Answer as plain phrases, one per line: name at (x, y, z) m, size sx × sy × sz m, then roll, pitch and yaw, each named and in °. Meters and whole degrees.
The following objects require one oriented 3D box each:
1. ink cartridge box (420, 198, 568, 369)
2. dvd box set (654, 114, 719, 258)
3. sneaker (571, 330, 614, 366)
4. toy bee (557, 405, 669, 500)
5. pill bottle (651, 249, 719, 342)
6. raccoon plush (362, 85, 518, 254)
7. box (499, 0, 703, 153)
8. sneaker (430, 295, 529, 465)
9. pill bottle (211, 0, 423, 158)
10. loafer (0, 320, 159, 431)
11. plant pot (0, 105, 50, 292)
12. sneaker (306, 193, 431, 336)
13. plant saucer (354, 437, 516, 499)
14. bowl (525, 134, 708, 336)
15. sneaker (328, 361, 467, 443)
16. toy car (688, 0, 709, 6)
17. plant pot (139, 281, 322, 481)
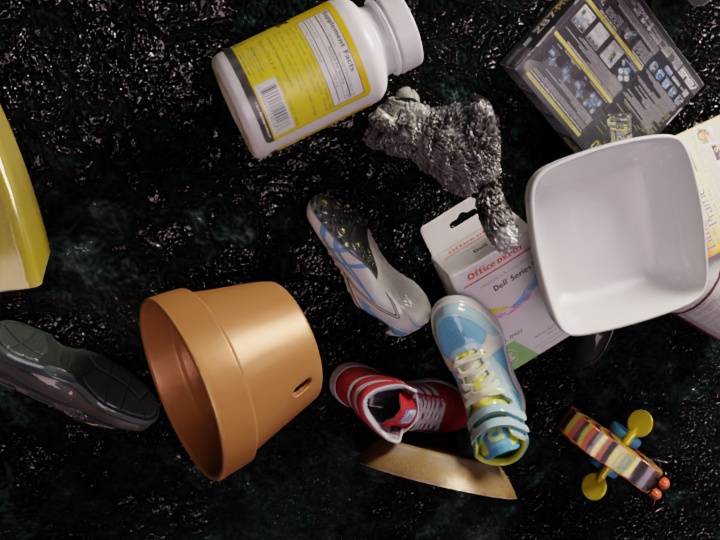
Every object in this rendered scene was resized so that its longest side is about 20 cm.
ink cartridge box at (0.163, 0.013, 1.128) m, size 0.116 × 0.067 × 0.202 m, roll -30°, pitch 117°, yaw -3°
dvd box set at (0.442, -0.112, 1.135) m, size 0.198 × 0.029 × 0.148 m, roll -25°, pitch 91°, yaw -23°
sneaker at (0.271, 0.015, 1.165) m, size 0.087 × 0.074 × 0.204 m, roll 6°, pitch 99°, yaw -20°
toy bee at (0.362, 0.249, 1.263) m, size 0.196 × 0.109 × 0.133 m, roll 9°, pitch 106°, yaw -21°
pill bottle at (0.432, 0.015, 1.191) m, size 0.198 × 0.110 × 0.111 m, roll 27°, pitch 101°, yaw -21°
raccoon plush at (0.082, -0.110, 1.000) m, size 0.131 × 0.203 × 0.097 m, roll -9°, pitch 147°, yaw -13°
box at (0.279, -0.224, 1.084) m, size 0.200 × 0.049 × 0.162 m, roll 41°, pitch 92°, yaw -27°
sneaker at (0.139, 0.133, 1.067) m, size 0.079 × 0.131 × 0.202 m, roll -24°, pitch 116°, yaw 17°
pill bottle at (-0.041, -0.203, 0.953) m, size 0.197 × 0.111 × 0.113 m, roll -26°, pitch 116°, yaw -7°
loafer at (-0.315, 0.123, 1.026) m, size 0.198 × 0.072 × 0.063 m, roll 32°, pitch 119°, yaw -19°
plant pot at (-0.395, -0.078, 0.852) m, size 0.196 × 0.200 × 0.180 m, roll -7°, pitch 102°, yaw -15°
sneaker at (0.000, 0.000, 1.074) m, size 0.072 × 0.072 × 0.200 m, roll -29°, pitch 113°, yaw 29°
plant saucer at (0.092, 0.232, 1.132) m, size 0.197 × 0.200 × 0.036 m, roll 16°, pitch 82°, yaw -22°
bowl at (0.280, -0.044, 1.069) m, size 0.196 × 0.075 × 0.204 m, roll -15°, pitch 103°, yaw -7°
sneaker at (0.067, 0.166, 1.129) m, size 0.197 × 0.112 × 0.073 m, roll 16°, pitch 94°, yaw -23°
toy car at (0.388, -0.357, 0.992) m, size 0.157 × 0.164 × 0.201 m, roll 37°, pitch 92°, yaw -26°
plant pot at (-0.132, 0.100, 1.011) m, size 0.138 × 0.199 × 0.203 m, roll -23°, pitch 117°, yaw -27°
